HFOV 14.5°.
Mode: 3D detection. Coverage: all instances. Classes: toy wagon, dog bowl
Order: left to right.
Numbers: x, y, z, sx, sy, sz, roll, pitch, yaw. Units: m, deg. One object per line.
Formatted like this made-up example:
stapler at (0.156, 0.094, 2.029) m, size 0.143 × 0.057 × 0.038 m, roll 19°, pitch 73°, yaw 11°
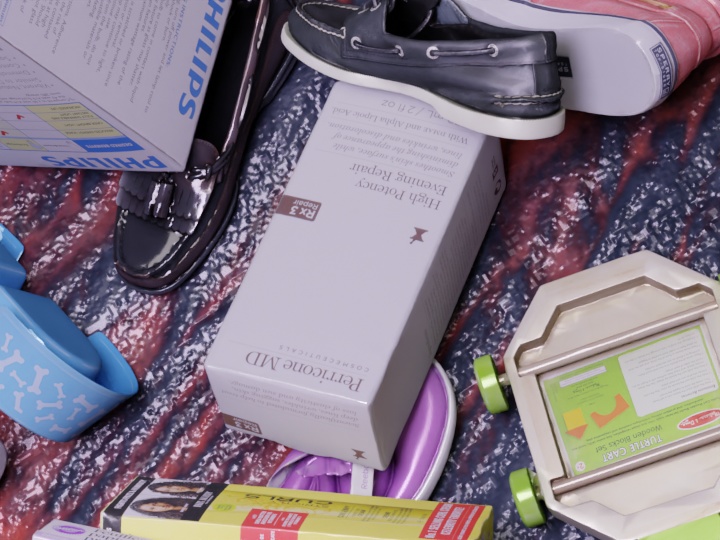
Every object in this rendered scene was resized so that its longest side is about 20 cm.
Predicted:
dog bowl at (-0.212, 0.020, 1.615) m, size 0.050 × 0.111 × 0.200 m, roll -48°, pitch 67°, yaw 10°
toy wagon at (0.154, 0.091, 1.533) m, size 0.155 × 0.040 × 0.201 m, roll -19°, pitch 68°, yaw 7°

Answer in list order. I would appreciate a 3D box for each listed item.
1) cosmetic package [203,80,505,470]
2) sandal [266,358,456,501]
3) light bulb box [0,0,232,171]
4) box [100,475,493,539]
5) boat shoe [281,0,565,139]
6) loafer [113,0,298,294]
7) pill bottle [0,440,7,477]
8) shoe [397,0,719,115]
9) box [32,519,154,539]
cosmetic package at (0.000, 0.000, 1.562) m, size 0.101 × 0.074 × 0.201 m, roll 13°, pitch 59°, yaw 18°
sandal at (-0.021, 0.127, 1.557) m, size 0.082 × 0.050 × 0.203 m, roll 38°, pitch 85°, yaw 22°
light bulb box at (-0.212, -0.152, 1.596) m, size 0.198 × 0.200 × 0.125 m, roll 4°, pitch 70°, yaw 35°
box at (-0.033, 0.148, 1.498) m, size 0.199 × 0.075 × 0.050 m, roll 5°, pitch 103°, yaw 12°
boat shoe at (0.034, -0.131, 1.569) m, size 0.199 × 0.074 × 0.066 m, roll 28°, pitch 122°, yaw 44°
loafer at (-0.096, -0.085, 1.644) m, size 0.072 × 0.063 × 0.201 m, roll 21°, pitch 77°, yaw 19°
pill bottle at (-0.293, 0.059, 1.616) m, size 0.111 × 0.111 × 0.200 m, roll -43°, pitch 66°, yaw -3°
shoe at (0.114, -0.137, 1.612) m, size 0.200 × 0.072 × 0.091 m, roll 12°, pitch 33°, yaw 40°
box at (-0.072, 0.169, 1.452) m, size 0.199 × 0.039 × 0.042 m, roll 12°, pitch 100°, yaw 9°
